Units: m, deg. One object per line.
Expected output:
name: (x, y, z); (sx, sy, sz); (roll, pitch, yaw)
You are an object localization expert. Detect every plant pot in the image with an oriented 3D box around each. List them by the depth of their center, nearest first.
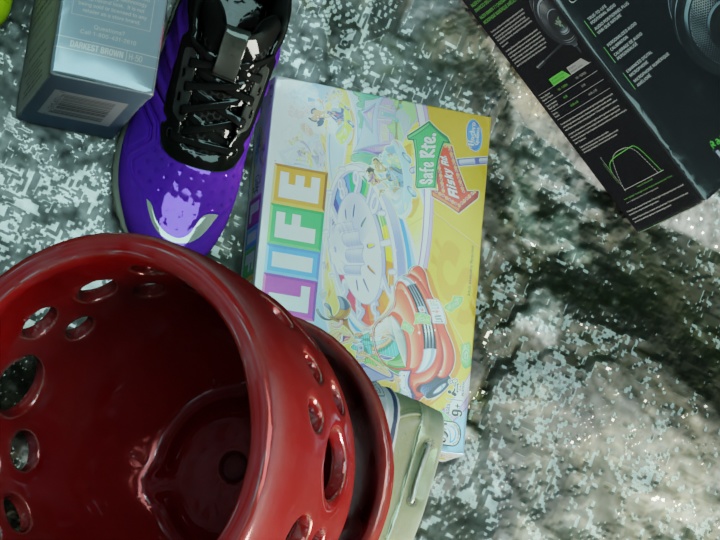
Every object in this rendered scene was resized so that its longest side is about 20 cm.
plant pot: (-0.095, 0.096, 1.192); (0.200, 0.182, 0.201); (-5, 76, 22)

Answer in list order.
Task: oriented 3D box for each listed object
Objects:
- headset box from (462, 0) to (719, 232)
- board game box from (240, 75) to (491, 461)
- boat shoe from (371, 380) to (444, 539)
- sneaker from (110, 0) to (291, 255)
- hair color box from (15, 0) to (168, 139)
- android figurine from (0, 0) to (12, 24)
headset box: (0.183, -0.158, 1.413); (0.174, 0.093, 0.200); (-38, 93, -23)
board game box: (0.000, 0.000, 1.347); (0.134, 0.034, 0.201); (9, 77, -18)
boat shoe: (0.000, 0.162, 1.282); (0.062, 0.072, 0.201); (15, 89, -21)
sneaker: (-0.083, -0.103, 1.301); (0.069, 0.100, 0.201); (17, 74, -14)
hair color box: (-0.138, -0.184, 1.298); (0.060, 0.099, 0.201); (11, 76, -17)
android figurine: (-0.272, -0.184, 1.282); (0.181, 0.041, 0.201); (15, 74, -17)
